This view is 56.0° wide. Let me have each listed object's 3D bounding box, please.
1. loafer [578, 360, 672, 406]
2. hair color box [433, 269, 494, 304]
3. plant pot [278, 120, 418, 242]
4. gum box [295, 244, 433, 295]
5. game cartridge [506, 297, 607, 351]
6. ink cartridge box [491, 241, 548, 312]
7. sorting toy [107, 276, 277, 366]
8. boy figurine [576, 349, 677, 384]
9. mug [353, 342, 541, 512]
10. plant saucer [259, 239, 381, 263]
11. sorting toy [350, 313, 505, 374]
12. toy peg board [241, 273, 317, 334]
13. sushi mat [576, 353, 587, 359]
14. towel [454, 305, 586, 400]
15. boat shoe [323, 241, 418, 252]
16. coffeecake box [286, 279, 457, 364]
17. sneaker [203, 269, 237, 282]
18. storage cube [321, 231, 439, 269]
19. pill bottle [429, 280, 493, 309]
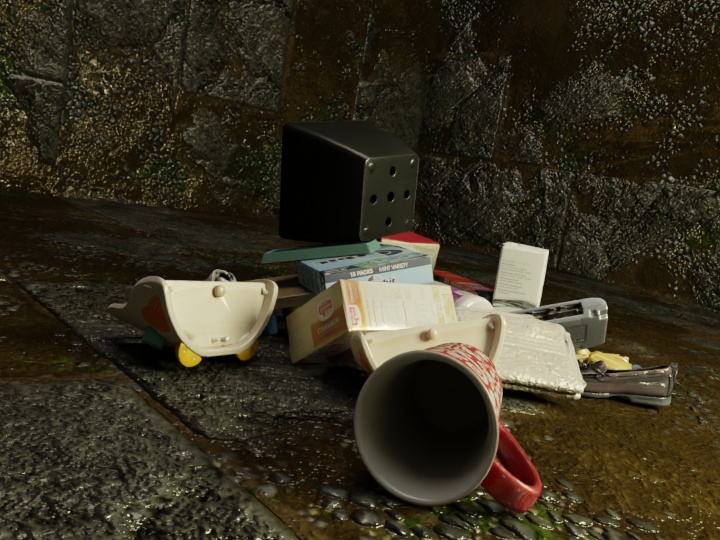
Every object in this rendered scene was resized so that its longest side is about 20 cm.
[{"bbox_3d":[0.396,0.167,1.080,0.196,0.064,0.072,8,10,5],"label":"loafer"},{"bbox_3d":[0.185,0.071,1.352,0.063,0.113,0.200,5,8,-22],"label":"hair color box"},{"bbox_3d":[-0.010,-0.144,1.175,0.198,0.204,0.176,-13,25,-43],"label":"plant pot"},{"bbox_3d":[0.000,0.000,1.070,0.167,0.045,0.200,-9,8,-16],"label":"gum box"},{"bbox_3d":[0.303,0.104,1.120,0.196,0.041,0.134,-11,-37,10],"label":"game cartridge"},{"bbox_3d":[0.290,0.055,1.255,0.083,0.204,0.146,11,8,16],"label":"ink cartridge box"},{"bbox_3d":[-0.245,0.062,0.924,0.178,0.109,0.199,3,0,36],"label":"sorting toy"},{"bbox_3d":[0.443,0.165,1.181,0.197,0.066,0.124,17,13,26],"label":"boy figurine"},{"bbox_3d":[0.091,0.158,0.687,0.132,0.180,0.200,-26,-6,15],"label":"mug"},{"bbox_3d":[-0.067,-0.033,1.132,0.196,0.019,0.070,-6,7,16],"label":"plant saucer"},{"bbox_3d":[0.074,0.123,0.917,0.196,0.109,0.180,-5,-2,-16],"label":"sorting toy"},{"bbox_3d":[-0.099,0.069,1.161,0.195,0.100,0.200,-8,9,-10],"label":"toy peg board"},{"bbox_3d":[0.289,0.154,1.115,0.095,0.012,0.198,-18,-13,40],"label":"sushi mat"},{"bbox_3d":[0.230,0.120,1.000,0.196,0.035,0.134,9,42,-10],"label":"towel"},{"bbox_3d":[0.028,-0.017,1.219,0.196,0.072,0.064,9,5,-6],"label":"boat shoe"},{"bbox_3d":[0.016,0.077,0.972,0.197,0.074,0.153,4,-24,-36],"label":"coffeecake box"},{"bbox_3d":[-0.245,0.036,1.181,0.074,0.083,0.200,5,8,-22],"label":"sneaker"},{"bbox_3d":[0.030,-0.004,1.394,0.169,0.204,0.179,4,15,-40],"label":"storage cube"},{"bbox_3d":[0.139,0.080,1.227,0.111,0.114,0.199,4,9,-36],"label":"pill bottle"}]
